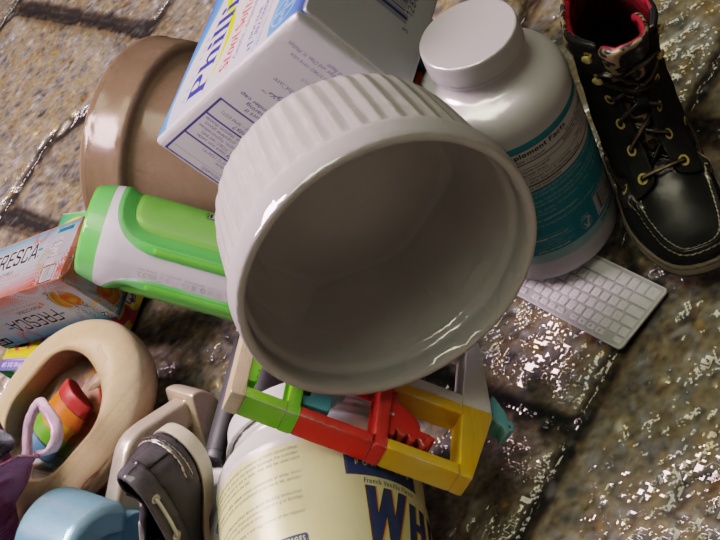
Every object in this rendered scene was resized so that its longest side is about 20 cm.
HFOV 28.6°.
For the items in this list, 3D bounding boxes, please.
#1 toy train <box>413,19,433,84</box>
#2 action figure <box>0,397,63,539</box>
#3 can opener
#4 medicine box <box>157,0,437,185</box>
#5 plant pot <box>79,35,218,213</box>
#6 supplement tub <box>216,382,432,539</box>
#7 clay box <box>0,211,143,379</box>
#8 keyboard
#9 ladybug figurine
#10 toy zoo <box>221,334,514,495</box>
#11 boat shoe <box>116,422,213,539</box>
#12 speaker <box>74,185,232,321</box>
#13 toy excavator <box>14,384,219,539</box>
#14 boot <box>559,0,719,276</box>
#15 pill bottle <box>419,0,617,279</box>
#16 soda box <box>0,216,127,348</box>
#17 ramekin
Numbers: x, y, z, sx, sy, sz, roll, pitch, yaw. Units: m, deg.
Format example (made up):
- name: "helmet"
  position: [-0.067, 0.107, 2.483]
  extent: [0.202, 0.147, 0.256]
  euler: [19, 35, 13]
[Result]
- name: "toy train"
  position: [0.014, -0.127, 1.170]
  extent: [0.084, 0.116, 0.201]
  euler: [9, 65, 42]
- name: "action figure"
  position: [-0.302, 0.199, 1.149]
  extent: [0.148, 0.201, 0.134]
  euler: [-20, 29, -17]
- name: "can opener"
  position: [-0.107, 0.132, 1.111]
  extent: [0.053, 0.067, 0.201]
  euler: [-8, 55, 33]
- name: "medicine box"
  position: [-0.040, -0.175, 1.056]
  extent: [0.200, 0.103, 0.183]
  euler: [-31, 33, 46]
- name: "plant pot"
  position: [-0.115, -0.094, 1.221]
  extent: [0.173, 0.200, 0.201]
  euler: [11, 65, 22]
- name: "supplement tub"
  position: [-0.022, 0.188, 0.947]
  extent: [0.144, 0.145, 0.201]
  euler: [-27, 47, 19]
- name: "clay box"
  position: [-0.255, 0.014, 1.329]
  extent: [0.114, 0.048, 0.201]
  euler: [-5, 58, 36]
- name: "keyboard"
  position: [0.139, 0.000, 1.056]
  extent: [0.056, 0.011, 0.200]
  euler: [-53, 43, -6]
- name: "ladybug figurine"
  position: [-0.242, 0.130, 1.200]
  extent: [0.200, 0.072, 0.136]
  euler: [-45, 61, 15]
- name: "toy zoo"
  position: [0.013, 0.076, 0.953]
  extent: [0.132, 0.199, 0.021]
  euler: [-80, 14, -51]
- name: "boat shoe"
  position: [-0.141, 0.202, 1.001]
  extent: [0.072, 0.201, 0.063]
  euler: [23, 38, 31]
- name: "speaker"
  position: [-0.123, -0.006, 1.132]
  extent: [0.199, 0.089, 0.089]
  euler: [16, 61, -5]
- name: "toy excavator"
  position: [-0.194, 0.192, 1.100]
  extent: [0.099, 0.194, 0.202]
  euler: [10, 94, 42]
- name: "boot"
  position: [0.197, -0.106, 0.982]
  extent: [0.073, 0.151, 0.201]
  euler: [-19, 46, 10]
- name: "pill bottle"
  position: [0.107, -0.094, 1.001]
  extent: [0.110, 0.200, 0.111]
  euler: [-15, 44, 16]
- name: "soda box"
  position: [-0.278, 0.013, 1.239]
  extent: [0.199, 0.068, 0.064]
  euler: [-14, 50, 46]
- name: "ramekin"
  position: [0.001, -0.029, 0.896]
  extent: [0.200, 0.200, 0.105]
  euler: [-40, 43, 8]
